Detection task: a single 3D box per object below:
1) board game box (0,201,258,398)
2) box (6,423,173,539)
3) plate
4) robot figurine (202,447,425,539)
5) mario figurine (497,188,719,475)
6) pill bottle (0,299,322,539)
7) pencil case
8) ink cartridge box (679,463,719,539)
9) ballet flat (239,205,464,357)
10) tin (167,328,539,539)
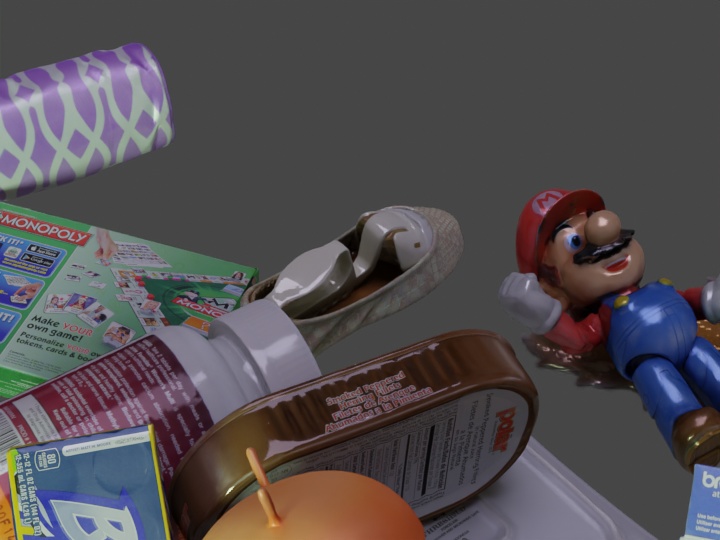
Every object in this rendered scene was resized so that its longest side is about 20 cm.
[{"bbox_3d":[-0.178,0.027,0.911,0.197,0.029,0.135,14,43,13],"label":"board game box"},{"bbox_3d":[-0.109,0.176,0.651,0.069,0.064,0.203,-9,77,-12],"label":"box"},{"bbox_3d":[0.048,0.147,0.787,0.198,0.033,0.200,-28,50,-30],"label":"plate"},{"bbox_3d":[-0.006,0.174,0.635,0.116,0.202,0.144,-17,11,38],"label":"robot figurine"},{"bbox_3d":[0.165,0.018,0.875,0.123,0.106,0.200,8,35,-51],"label":"mario figurine"},{"bbox_3d":[-0.119,0.097,0.769,0.198,0.111,0.110,-25,48,-22],"label":"pill bottle"},{"bbox_3d":[-0.227,-0.098,1.013,0.198,0.085,0.085,-17,22,-22],"label":"pencil case"},{"bbox_3d":[0.190,0.196,0.646,0.118,0.042,0.203,7,79,18],"label":"ink cartridge box"},{"bbox_3d":[0.000,0.000,0.923,0.067,0.063,0.199,34,51,26],"label":"ballet flat"},{"bbox_3d":[0.001,0.095,0.737,0.198,0.113,0.042,-19,55,-20],"label":"tin"}]
